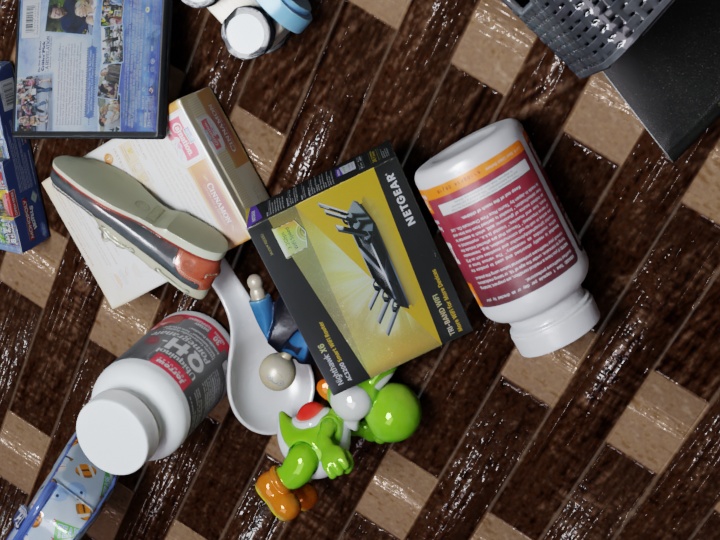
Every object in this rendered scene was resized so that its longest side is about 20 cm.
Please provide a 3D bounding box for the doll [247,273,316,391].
[{"bbox_3d":[-0.052,0.034,1.208,0.135,0.049,0.202,22,109,-15],"label":"doll"}]

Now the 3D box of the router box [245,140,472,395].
[{"bbox_3d":[0.000,0.000,1.143,0.155,0.052,0.202,-25,114,4],"label":"router box"}]

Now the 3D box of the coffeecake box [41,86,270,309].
[{"bbox_3d":[-0.208,-0.074,1.233,0.198,0.073,0.155,-24,99,27],"label":"coffeecake box"}]

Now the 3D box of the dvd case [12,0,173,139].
[{"bbox_3d":[-0.273,-0.205,1.194,0.197,0.017,0.146,4,92,29],"label":"dvd case"}]

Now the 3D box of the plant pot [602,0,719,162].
[{"bbox_3d":[0.249,-0.231,0.941,0.177,0.200,0.200,-39,94,16],"label":"plant pot"}]

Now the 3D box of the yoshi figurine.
[{"bbox_3d":[-0.010,0.177,1.233,0.111,0.113,0.201,31,104,-36],"label":"yoshi figurine"}]

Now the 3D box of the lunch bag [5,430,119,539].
[{"bbox_3d":[-0.342,0.273,1.348,0.075,0.201,0.161,35,118,-6],"label":"lunch bag"}]

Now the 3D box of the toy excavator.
[{"bbox_3d":[-0.090,-0.325,1.091,0.195,0.100,0.200,45,106,-3],"label":"toy excavator"}]

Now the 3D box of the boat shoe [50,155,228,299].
[{"bbox_3d":[-0.225,-0.045,1.173,0.198,0.071,0.063,30,120,3],"label":"boat shoe"}]

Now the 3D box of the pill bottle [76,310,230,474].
[{"bbox_3d":[-0.213,0.129,1.242,0.109,0.200,0.113,7,113,16],"label":"pill bottle"}]

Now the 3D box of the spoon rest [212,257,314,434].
[{"bbox_3d":[-0.117,0.079,1.256,0.202,0.098,0.060,63,160,-7],"label":"spoon rest"}]

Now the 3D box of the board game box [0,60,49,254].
[{"bbox_3d":[-0.463,-0.121,1.319,0.196,0.062,0.204,-1,110,20],"label":"board game box"}]

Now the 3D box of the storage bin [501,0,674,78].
[{"bbox_3d":[0.190,-0.236,0.786,0.094,0.135,0.200,43,94,-3],"label":"storage bin"}]

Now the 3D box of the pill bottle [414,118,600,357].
[{"bbox_3d":[0.141,-0.027,1.097,0.112,0.113,0.202,-24,100,27],"label":"pill bottle"}]
